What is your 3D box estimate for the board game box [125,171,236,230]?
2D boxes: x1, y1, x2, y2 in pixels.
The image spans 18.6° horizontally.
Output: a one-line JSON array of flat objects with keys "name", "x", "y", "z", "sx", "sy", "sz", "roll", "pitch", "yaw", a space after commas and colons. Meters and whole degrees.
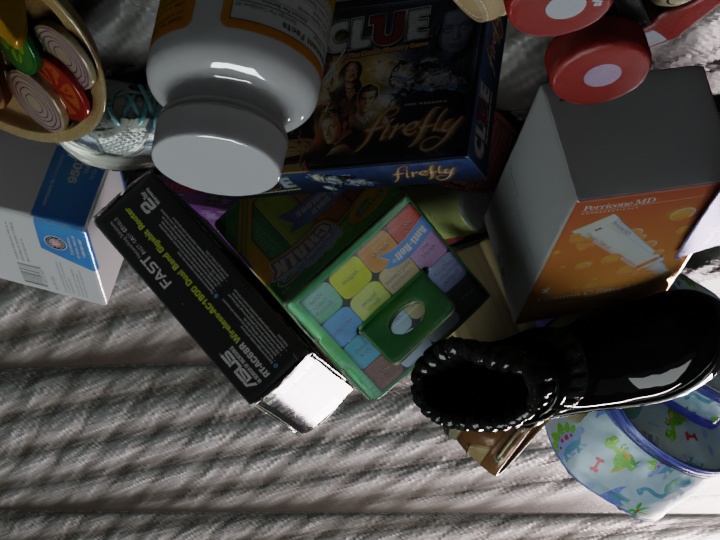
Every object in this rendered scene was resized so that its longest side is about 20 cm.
[{"name": "board game box", "x": -0.087, "y": -0.034, "z": 1.838, "sx": 0.200, "sy": 0.032, "sz": 0.120, "roll": 9, "pitch": 162, "yaw": 29}]

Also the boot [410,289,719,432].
[{"name": "boot", "x": 0.157, "y": 0.068, "z": 1.611, "sx": 0.211, "sy": 0.079, "sz": 0.158, "roll": -21, "pitch": 167, "yaw": 24}]

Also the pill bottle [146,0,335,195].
[{"name": "pill bottle", "x": -0.075, "y": -0.154, "z": 1.401, "sx": 0.111, "sy": 0.200, "sz": 0.111, "roll": 8, "pitch": 156, "yaw": 4}]

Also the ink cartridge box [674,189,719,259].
[{"name": "ink cartridge box", "x": 0.337, "y": -0.064, "z": 1.531, "sx": 0.200, "sy": 0.047, "sz": 0.198, "roll": -23, "pitch": 163, "yaw": -16}]

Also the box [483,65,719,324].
[{"name": "box", "x": 0.178, "y": -0.052, "z": 1.607, "sx": 0.124, "sy": 0.098, "sz": 0.200, "roll": -8, "pitch": 155, "yaw": -13}]

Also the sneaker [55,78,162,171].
[{"name": "sneaker", "x": -0.143, "y": -0.120, "z": 1.677, "sx": 0.200, "sy": 0.078, "sz": 0.086, "roll": 11, "pitch": 148, "yaw": -23}]

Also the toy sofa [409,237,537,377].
[{"name": "toy sofa", "x": 0.097, "y": 0.044, "z": 1.800, "sx": 0.098, "sy": 0.083, "sz": 0.200, "roll": -18, "pitch": 164, "yaw": -13}]

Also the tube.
[{"name": "tube", "x": 0.026, "y": -0.042, "z": 1.806, "sx": 0.200, "sy": 0.052, "sz": 0.058, "roll": -9, "pitch": 106, "yaw": 45}]

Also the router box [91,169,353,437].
[{"name": "router box", "x": -0.103, "y": 0.027, "z": 1.693, "sx": 0.200, "sy": 0.062, "sz": 0.150, "roll": 48, "pitch": -179, "yaw": 18}]

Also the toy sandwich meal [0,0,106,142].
[{"name": "toy sandwich meal", "x": -0.277, "y": -0.152, "z": 1.570, "sx": 0.205, "sy": 0.070, "sz": 0.205, "roll": 22, "pitch": 144, "yaw": 17}]

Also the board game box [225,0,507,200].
[{"name": "board game box", "x": -0.002, "y": -0.122, "z": 1.527, "sx": 0.200, "sy": 0.136, "sz": 0.035, "roll": -4, "pitch": 153, "yaw": 26}]

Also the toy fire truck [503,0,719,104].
[{"name": "toy fire truck", "x": 0.173, "y": -0.200, "z": 1.345, "sx": 0.168, "sy": 0.112, "sz": 0.200, "roll": -19, "pitch": 149, "yaw": 15}]

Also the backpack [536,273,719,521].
[{"name": "backpack", "x": 0.233, "y": 0.092, "z": 1.839, "sx": 0.183, "sy": 0.200, "sz": 0.147, "roll": 28, "pitch": 130, "yaw": -33}]

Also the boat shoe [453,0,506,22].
[{"name": "boat shoe", "x": 0.030, "y": -0.211, "z": 1.374, "sx": 0.071, "sy": 0.065, "sz": 0.200, "roll": 33, "pitch": 171, "yaw": 44}]

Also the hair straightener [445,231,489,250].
[{"name": "hair straightener", "x": 0.121, "y": -0.027, "z": 1.803, "sx": 0.077, "sy": 0.041, "sz": 0.200, "roll": 22, "pitch": 147, "yaw": -28}]

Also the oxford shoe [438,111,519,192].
[{"name": "oxford shoe", "x": 0.037, "y": -0.112, "z": 1.648, "sx": 0.200, "sy": 0.070, "sz": 0.075, "roll": 21, "pitch": -176, "yaw": -34}]

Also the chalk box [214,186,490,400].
[{"name": "chalk box", "x": 0.000, "y": 0.000, "z": 1.643, "sx": 0.124, "sy": 0.124, "sz": 0.200, "roll": 50, "pitch": 177, "yaw": -34}]

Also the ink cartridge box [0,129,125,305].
[{"name": "ink cartridge box", "x": -0.299, "y": -0.058, "z": 1.812, "sx": 0.200, "sy": 0.084, "sz": 0.145, "roll": 14, "pitch": 156, "yaw": 7}]

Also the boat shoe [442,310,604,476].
[{"name": "boat shoe", "x": 0.158, "y": 0.086, "z": 1.743, "sx": 0.200, "sy": 0.074, "sz": 0.076, "roll": -42, "pitch": 167, "yaw": 18}]
